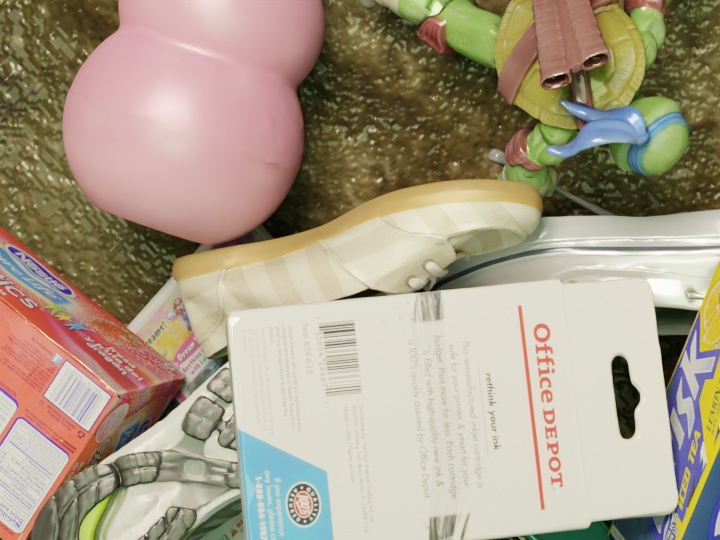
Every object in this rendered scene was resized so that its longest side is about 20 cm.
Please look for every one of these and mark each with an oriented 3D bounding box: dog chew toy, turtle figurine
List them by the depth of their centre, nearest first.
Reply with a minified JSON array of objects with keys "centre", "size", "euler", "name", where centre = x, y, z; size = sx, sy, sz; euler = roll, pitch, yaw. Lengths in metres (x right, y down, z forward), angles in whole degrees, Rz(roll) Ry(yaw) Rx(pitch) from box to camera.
[{"centre":[-0.075,-0.118,0.879],"size":[0.124,0.125,0.201],"euler":[18,92,3],"name":"dog chew toy"},{"centre":[0.103,-0.111,0.881],"size":[0.194,0.199,0.144],"euler":[46,131,20],"name":"turtle figurine"}]

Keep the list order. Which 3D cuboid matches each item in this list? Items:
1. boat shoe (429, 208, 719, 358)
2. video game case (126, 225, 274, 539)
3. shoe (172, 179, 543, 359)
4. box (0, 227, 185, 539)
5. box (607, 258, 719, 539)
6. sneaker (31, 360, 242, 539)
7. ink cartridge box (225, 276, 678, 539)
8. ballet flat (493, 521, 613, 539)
[{"centre":[0.126,0.011,0.877],"size":[0.199,0.073,0.067],"euler":[-8,71,23],"name":"boat shoe"},{"centre":[-0.072,0.100,0.927],"size":[0.200,0.024,0.182],"euler":[-47,70,11],"name":"video game case"},{"centre":[0.000,0.000,0.869],"size":[0.199,0.070,0.054],"euler":[-14,76,21],"name":"shoe"},{"centre":[-0.207,0.040,0.907],"size":[0.200,0.095,0.103],"euler":[36,101,12],"name":"box"},{"centre":[0.188,0.058,0.807],"size":[0.064,0.070,0.201],"euler":[16,103,-16],"name":"box"},{"centre":[-0.073,0.093,0.877],"size":[0.199,0.081,0.074],"euler":[-29,86,-4],"name":"sneaker"},{"centre":[0.040,0.070,0.814],"size":[0.198,0.067,0.117],"euler":[-5,82,-6],"name":"ink cartridge box"},{"centre":[0.124,0.165,0.880],"size":[0.068,0.069,0.200],"euler":[-34,71,-27],"name":"ballet flat"}]
